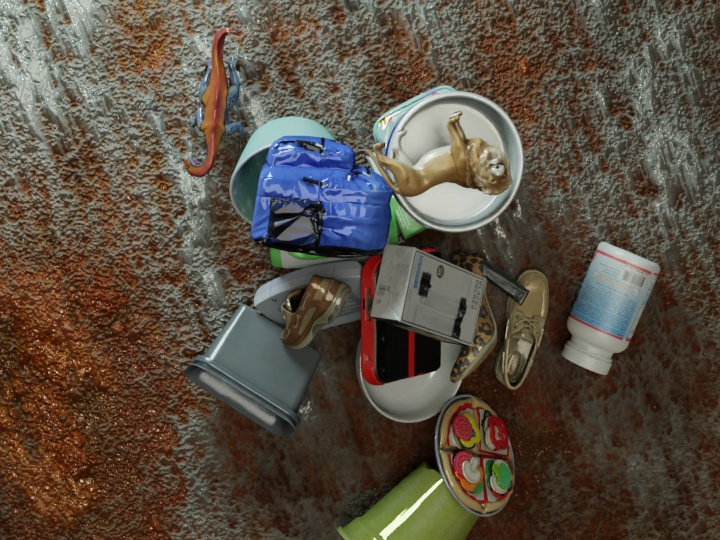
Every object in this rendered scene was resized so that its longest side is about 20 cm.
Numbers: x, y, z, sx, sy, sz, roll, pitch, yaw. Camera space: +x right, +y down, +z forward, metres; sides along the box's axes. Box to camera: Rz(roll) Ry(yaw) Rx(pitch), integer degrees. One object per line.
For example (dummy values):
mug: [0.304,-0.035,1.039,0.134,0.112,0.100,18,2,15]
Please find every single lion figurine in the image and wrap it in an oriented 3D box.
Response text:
lion figurine: [0.107,-0.146,1.468,0.198,0.073,0.124,-15,105,11]

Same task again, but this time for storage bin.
storage bin: [-0.167,0.159,1.704,0.199,0.145,0.135,34,67,-7]

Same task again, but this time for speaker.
speaker: [-0.043,-0.053,1.633,0.197,0.088,0.090,-7,98,-2]

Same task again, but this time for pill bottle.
pill bottle: [0.408,0.064,1.731,0.108,0.109,0.202,22,96,-6]

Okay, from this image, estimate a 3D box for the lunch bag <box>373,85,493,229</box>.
lunch bag: [0.122,-0.173,1.611,0.159,0.077,0.202,-28,97,-1]

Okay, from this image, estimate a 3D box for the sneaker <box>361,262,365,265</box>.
sneaker: [0.000,0.000,1.713,0.197,0.079,0.076,10,115,-3]

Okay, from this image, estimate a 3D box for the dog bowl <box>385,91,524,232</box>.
dog bowl: [0.135,-0.159,1.535,0.197,0.079,0.203,-1,96,-5]

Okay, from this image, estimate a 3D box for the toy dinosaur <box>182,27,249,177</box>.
toy dinosaur: [-0.240,-0.245,1.631,0.104,0.200,0.183,5,66,11]

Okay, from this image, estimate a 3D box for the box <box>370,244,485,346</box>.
box: [0.108,0.040,1.617,0.199,0.060,0.118,23,77,-48]

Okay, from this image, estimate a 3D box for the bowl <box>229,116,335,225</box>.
bowl: [-0.108,-0.162,1.643,0.198,0.106,0.202,-5,140,-4]

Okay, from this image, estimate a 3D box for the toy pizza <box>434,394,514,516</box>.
toy pizza: [0.197,0.301,1.722,0.032,0.200,0.201,-24,102,40]

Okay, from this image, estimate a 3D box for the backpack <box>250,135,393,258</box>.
backpack: [-0.050,-0.103,1.502,0.197,0.163,0.170,9,105,-5]

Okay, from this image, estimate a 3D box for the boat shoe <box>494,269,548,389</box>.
boat shoe: [0.274,0.100,1.749,0.071,0.065,0.202,15,96,-6]

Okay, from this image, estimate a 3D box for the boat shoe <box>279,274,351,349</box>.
boat shoe: [-0.083,0.057,1.597,0.071,0.200,0.076,31,53,-11]

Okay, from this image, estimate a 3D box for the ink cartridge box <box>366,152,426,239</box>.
ink cartridge box: [0.128,-0.161,1.694,0.198,0.083,0.148,-24,98,0]

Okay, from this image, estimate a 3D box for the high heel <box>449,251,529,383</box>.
high heel: [0.166,0.073,1.720,0.142,0.071,0.201,34,81,15]

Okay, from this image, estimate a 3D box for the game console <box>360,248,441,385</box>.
game console: [0.066,0.072,1.641,0.031,0.176,0.203,6,100,40]

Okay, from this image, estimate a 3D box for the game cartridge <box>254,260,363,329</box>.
game cartridge: [-0.062,0.043,1.662,0.198,0.133,0.041,-15,56,25]

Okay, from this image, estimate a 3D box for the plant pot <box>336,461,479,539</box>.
plant pot: [0.093,0.428,1.734,0.200,0.200,0.184,44,82,-8]

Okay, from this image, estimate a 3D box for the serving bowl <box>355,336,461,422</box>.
serving bowl: [0.074,0.146,1.729,0.198,0.066,0.203,-2,94,-25]
